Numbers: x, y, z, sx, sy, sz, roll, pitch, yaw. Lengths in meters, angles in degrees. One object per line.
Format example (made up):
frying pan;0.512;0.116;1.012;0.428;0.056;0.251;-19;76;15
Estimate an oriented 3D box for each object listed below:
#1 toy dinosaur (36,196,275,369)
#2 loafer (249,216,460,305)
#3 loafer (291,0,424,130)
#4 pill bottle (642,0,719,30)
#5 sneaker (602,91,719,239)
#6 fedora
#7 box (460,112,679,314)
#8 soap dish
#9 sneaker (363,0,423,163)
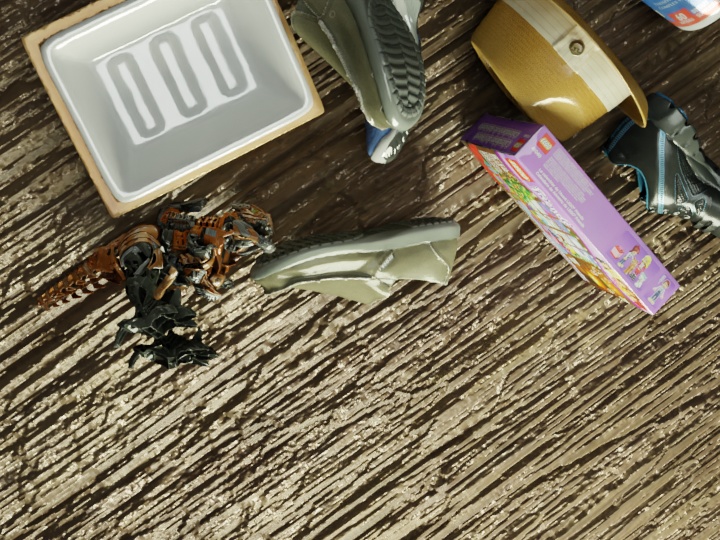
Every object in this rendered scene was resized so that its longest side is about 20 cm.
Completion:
toy dinosaur;-0.168;0.007;0.887;0.198;0.137;0.102;-24;150;19
loafer;0.000;0.000;0.936;0.198;0.075;0.071;-10;100;-13
loafer;-0.011;-0.196;0.831;0.069;0.075;0.202;-28;76;29
pill bottle;0.249;-0.311;0.920;0.199;0.112;0.113;29;93;-18
sneaker;0.318;-0.078;1.019;0.082;0.073;0.200;-40;104;13
fedora;0.157;-0.177;0.891;0.082;0.201;0.200;-44;110;11
box;0.186;-0.054;0.943;0.039;0.137;0.200;-45;109;-2
soap dish;-0.151;-0.160;0.857;0.198;0.081;0.159;-28;107;-8
sneaker;0.012;-0.195;0.905;0.076;0.076;0.203;1;92;-9
